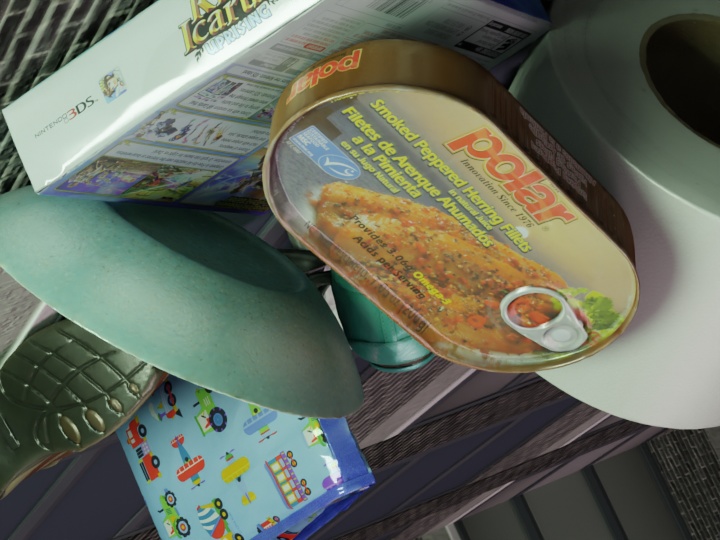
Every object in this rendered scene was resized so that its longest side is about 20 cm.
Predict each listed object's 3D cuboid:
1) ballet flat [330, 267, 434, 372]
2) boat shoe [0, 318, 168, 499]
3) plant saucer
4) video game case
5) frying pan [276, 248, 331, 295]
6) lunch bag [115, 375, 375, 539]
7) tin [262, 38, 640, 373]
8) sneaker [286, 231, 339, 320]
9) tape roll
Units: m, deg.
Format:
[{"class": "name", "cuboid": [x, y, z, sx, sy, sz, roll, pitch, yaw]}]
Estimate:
[{"class": "ballet flat", "cuboid": [0.014, -0.036, 0.992, 0.067, 0.201, 0.071, -8, 127, 3]}, {"class": "boat shoe", "cuboid": [-0.183, 0.077, 1.206, 0.199, 0.076, 0.074, -30, 176, 34]}, {"class": "plant saucer", "cuboid": [-0.079, 0.000, 0.899, 0.039, 0.200, 0.201, -63, 157, 11]}, {"class": "video game case", "cuboid": [-0.030, -0.091, 0.871, 0.180, 0.046, 0.200, -32, 166, 22]}, {"class": "frying pan", "cuboid": [-0.039, 0.005, 1.089, 0.188, 0.031, 0.115, 1, -169, 24]}, {"class": "lunch bag", "cuboid": [-0.074, 0.110, 1.342, 0.093, 0.152, 0.200, -16, 164, -37]}, {"class": "tin", "cuboid": [0.043, -0.025, 0.856, 0.111, 0.042, 0.200, -22, 133, 32]}, {"class": "sneaker", "cuboid": [0.000, 0.000, 1.237, 0.080, 0.071, 0.200, -26, 167, -9]}, {"class": "tape roll", "cuboid": [0.160, -0.041, 0.987, 0.201, 0.203, 0.140, -16, 147, -36]}]
